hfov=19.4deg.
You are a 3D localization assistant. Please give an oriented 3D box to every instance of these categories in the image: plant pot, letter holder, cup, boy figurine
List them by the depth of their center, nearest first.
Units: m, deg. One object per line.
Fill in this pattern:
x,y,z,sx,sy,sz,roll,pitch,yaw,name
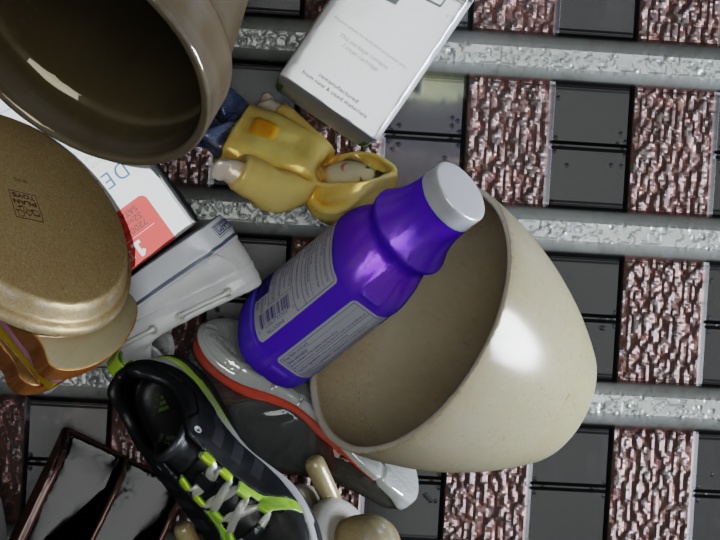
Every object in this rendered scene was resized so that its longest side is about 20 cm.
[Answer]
-0.149,-0.199,1.386,0.199,0.200,0.174,34,55,-5,plant pot
-0.209,0.227,1.464,0.100,0.142,0.201,26,90,-5,letter holder
0.082,0.060,1.474,0.143,0.200,0.202,29,90,-32,cup
-0.066,-0.085,1.476,0.199,0.124,0.065,30,121,6,boy figurine

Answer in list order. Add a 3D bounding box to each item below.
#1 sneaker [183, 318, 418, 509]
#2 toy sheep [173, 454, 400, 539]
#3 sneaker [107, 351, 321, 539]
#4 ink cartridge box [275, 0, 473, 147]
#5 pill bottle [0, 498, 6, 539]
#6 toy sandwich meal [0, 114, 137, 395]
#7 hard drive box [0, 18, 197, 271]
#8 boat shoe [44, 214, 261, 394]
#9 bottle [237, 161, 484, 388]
-0.049,0.117,1.522,0.199,0.077,0.082,37,115,-4,sneaker
-0.059,0.212,1.483,0.198,0.138,0.139,-16,94,28,toy sheep
-0.107,0.136,1.394,0.072,0.083,0.200,-47,67,13,sneaker
0.030,-0.191,1.467,0.084,0.146,0.201,34,88,-4,ink cartridge box
-0.353,0.187,1.449,0.198,0.114,0.115,-21,94,7,pill bottle
-0.232,-0.016,1.379,0.205,0.205,0.070,42,121,-5,toy sandwich meal
-0.233,-0.071,1.484,0.155,0.077,0.201,-37,95,-2,hard drive box
-0.158,0.041,1.476,0.199,0.074,0.066,-34,95,22,boat shoe
0.000,0.000,1.440,0.065,0.084,0.200,36,123,-24,bottle
